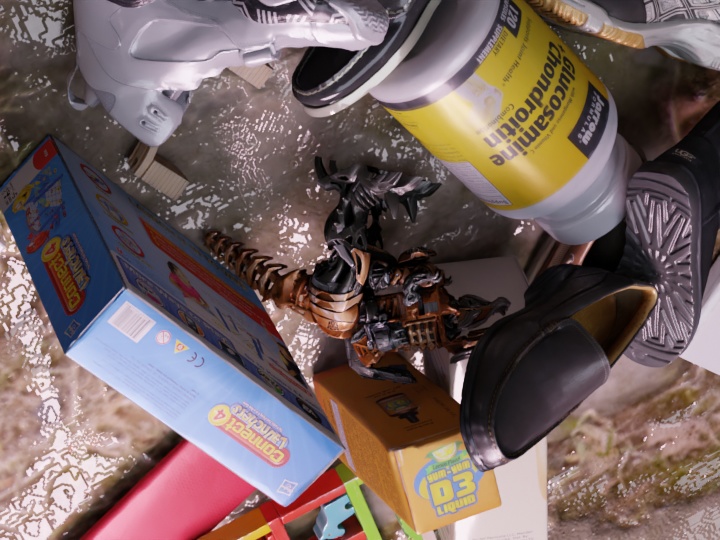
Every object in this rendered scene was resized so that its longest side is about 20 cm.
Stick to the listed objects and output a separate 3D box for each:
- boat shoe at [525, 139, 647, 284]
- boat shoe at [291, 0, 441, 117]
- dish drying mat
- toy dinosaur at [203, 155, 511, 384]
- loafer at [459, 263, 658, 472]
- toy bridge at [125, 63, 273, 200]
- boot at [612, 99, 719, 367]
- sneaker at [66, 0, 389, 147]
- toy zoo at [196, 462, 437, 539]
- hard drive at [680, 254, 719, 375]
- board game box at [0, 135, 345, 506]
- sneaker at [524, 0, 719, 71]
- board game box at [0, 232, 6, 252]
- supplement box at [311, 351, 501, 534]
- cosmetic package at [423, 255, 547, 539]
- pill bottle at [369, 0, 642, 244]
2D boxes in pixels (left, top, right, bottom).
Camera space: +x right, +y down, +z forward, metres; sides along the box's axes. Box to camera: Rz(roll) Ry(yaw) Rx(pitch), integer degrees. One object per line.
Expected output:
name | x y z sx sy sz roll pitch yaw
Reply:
boat shoe | 0.161 0.010 1.763 0.075 0.072 0.201 0 119 -22
boat shoe | 0.017 -0.186 1.576 0.068 0.072 0.200 38 91 -36
dish drying mat | -0.119 0.154 1.765 0.200 0.018 0.077 -44 128 5
toy dinosaur | 0.000 0.000 1.649 0.198 0.102 0.137 12 92 -12
loafer | 0.125 0.056 1.609 0.072 0.200 0.073 -5 122 34
toy bridge | -0.086 -0.141 1.598 0.067 0.027 0.200 31 103 -33
boot | 0.249 -0.046 1.729 0.200 0.065 0.166 -42 148 -43
sneaker | -0.086 -0.134 1.538 0.198 0.075 0.116 12 110 2
toy zoo | -0.044 0.212 1.819 0.199 0.020 0.132 -27 133 -6
hard drive | 0.326 -0.004 1.853 0.131 0.026 0.201 23 107 -32
board game box | -0.121 0.031 1.581 0.056 0.196 0.200 -45 125 8
sneaker | 0.192 -0.188 1.671 0.199 0.076 0.088 10 98 -30
board game box | -0.336 0.007 1.576 0.200 0.035 0.126 -42 126 5
supplement box | 0.028 0.111 1.684 0.066 0.200 0.069 -18 104 -11
cosmetic package | 0.087 0.102 1.764 0.070 0.105 0.201 -7 123 -7
pill bottle | 0.097 -0.105 1.644 0.112 0.112 0.200 -44 125 7
